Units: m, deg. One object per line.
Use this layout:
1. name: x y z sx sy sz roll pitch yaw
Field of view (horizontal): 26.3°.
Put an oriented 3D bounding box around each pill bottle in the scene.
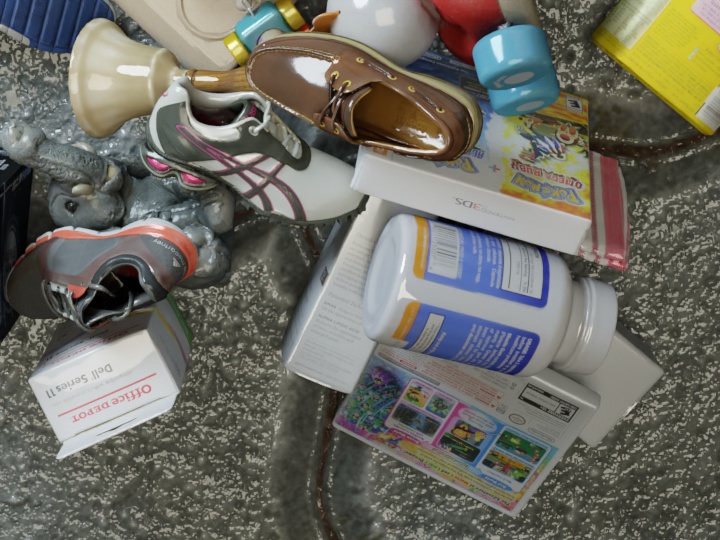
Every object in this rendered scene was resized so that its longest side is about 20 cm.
1. pill bottle: 0.111 0.027 1.304 0.199 0.112 0.113 15 104 -13

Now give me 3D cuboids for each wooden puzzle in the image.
1. wooden puzzle: -0.131 -0.291 1.340 0.185 0.046 0.200 43 104 -11

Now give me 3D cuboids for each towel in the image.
1. towel: 0.141 -0.073 1.360 0.199 0.147 0.030 16 128 -6

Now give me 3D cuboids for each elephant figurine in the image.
1. elephant figurine: -0.210 -0.053 1.351 0.199 0.142 0.156 5 102 -4

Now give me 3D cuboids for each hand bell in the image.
1. hand bell: -0.135 -0.158 1.306 0.199 0.104 0.105 5 106 21

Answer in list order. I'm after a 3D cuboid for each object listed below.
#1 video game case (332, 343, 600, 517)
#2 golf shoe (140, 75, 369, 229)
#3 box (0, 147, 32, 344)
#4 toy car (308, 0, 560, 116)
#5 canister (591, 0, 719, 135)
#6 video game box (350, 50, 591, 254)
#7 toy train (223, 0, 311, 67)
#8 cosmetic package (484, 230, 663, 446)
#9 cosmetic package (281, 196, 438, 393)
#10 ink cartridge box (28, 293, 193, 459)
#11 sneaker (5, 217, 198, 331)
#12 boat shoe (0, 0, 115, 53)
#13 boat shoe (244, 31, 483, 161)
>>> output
1. video game case: 0.093 0.129 1.415 0.199 0.024 0.182 27 133 -2
2. golf shoe: -0.080 -0.095 1.275 0.199 0.077 0.088 14 134 -13
3. box: -0.327 -0.009 1.325 0.043 0.200 0.161 8 104 -3
4. toy car: 0.046 -0.216 1.287 0.199 0.177 0.185 -15 80 9
5. canister: 0.317 -0.238 1.348 0.148 0.087 0.200 37 102 -11
6. video game box: 0.099 -0.110 1.325 0.199 0.183 0.047 16 132 -7
7. toy train: -0.041 -0.239 1.304 0.149 0.056 0.201 -4 125 -21
8. cosmetic package: 0.170 0.058 1.422 0.200 0.074 0.102 40 102 -13
9. cosmetic package: 0.000 0.000 1.392 0.074 0.102 0.201 22 102 -10
10. ink cartridge box: -0.218 0.083 1.354 0.117 0.200 0.068 -24 105 4
11. sneaker: -0.231 0.012 1.280 0.199 0.082 0.077 -16 121 33
12. boat shoe: -0.308 -0.243 1.325 0.199 0.072 0.073 13 108 -32
13. boat shoe: -0.003 -0.137 1.217 0.199 0.068 0.072 20 112 13
